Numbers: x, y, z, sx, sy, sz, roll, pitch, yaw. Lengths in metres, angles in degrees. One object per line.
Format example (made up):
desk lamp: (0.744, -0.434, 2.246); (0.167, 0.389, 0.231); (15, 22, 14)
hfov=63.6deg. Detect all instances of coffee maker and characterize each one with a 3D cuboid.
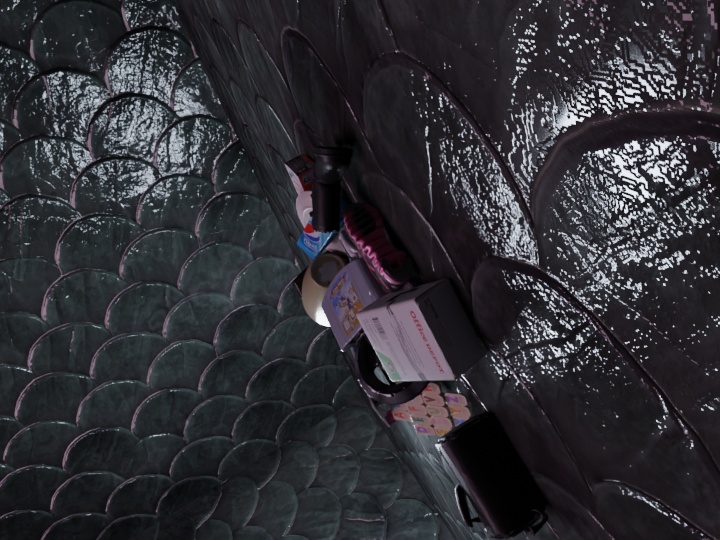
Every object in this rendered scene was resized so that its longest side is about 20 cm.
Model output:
coffee maker: (0.248, 0.375, 1.086); (0.201, 0.134, 0.192); (58, 147, 11)

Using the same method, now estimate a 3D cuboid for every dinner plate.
dinner plate: (-0.092, -0.112, 1.471); (0.199, 0.024, 0.201); (32, 148, 22)

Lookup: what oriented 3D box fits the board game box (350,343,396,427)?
board game box: (0.025, 0.248, 1.362); (0.200, 0.026, 0.202); (64, -177, -59)

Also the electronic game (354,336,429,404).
electronic game: (0.071, 0.178, 1.219); (0.041, 0.200, 0.201); (25, -156, -52)

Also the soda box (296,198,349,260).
soda box: (-0.088, -0.103, 1.384); (0.064, 0.068, 0.200); (43, 151, 1)

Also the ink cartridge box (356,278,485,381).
ink cartridge box: (0.098, 0.107, 0.993); (0.199, 0.083, 0.148); (-19, 100, 60)

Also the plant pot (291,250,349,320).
plant pot: (-0.103, 0.050, 1.787); (0.202, 0.176, 0.199); (62, 170, -2)

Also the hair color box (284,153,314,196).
hair color box: (-0.121, -0.193, 1.525); (0.111, 0.063, 0.201); (47, 165, 53)

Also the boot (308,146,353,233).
boot: (-0.061, -0.152, 1.106); (0.198, 0.072, 0.165); (-133, 46, -76)

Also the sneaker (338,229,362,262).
sneaker: (0.000, 0.000, 1.272); (0.200, 0.075, 0.115); (49, 130, 40)

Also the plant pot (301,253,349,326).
plant pot: (-0.078, 0.034, 1.563); (0.188, 0.186, 0.200); (58, 171, 18)

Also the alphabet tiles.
alphabet tiles: (0.147, 0.302, 1.273); (0.193, 0.015, 0.201); (0, 132, 27)

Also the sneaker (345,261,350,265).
sneaker: (0.023, 0.032, 1.417); (0.085, 0.076, 0.200); (60, -178, -26)

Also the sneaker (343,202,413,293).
sneaker: (0.024, -0.039, 1.120); (0.201, 0.078, 0.096); (59, 160, 23)

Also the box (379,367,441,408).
box: (0.097, 0.187, 1.305); (0.201, 0.046, 0.159); (59, 141, 17)

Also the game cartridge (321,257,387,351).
game cartridge: (-0.017, 0.067, 1.225); (0.134, 0.041, 0.200); (60, 139, 20)

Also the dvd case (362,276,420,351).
dvd case: (0.073, 0.098, 1.149); (0.149, 0.016, 0.202); (49, 132, 39)
